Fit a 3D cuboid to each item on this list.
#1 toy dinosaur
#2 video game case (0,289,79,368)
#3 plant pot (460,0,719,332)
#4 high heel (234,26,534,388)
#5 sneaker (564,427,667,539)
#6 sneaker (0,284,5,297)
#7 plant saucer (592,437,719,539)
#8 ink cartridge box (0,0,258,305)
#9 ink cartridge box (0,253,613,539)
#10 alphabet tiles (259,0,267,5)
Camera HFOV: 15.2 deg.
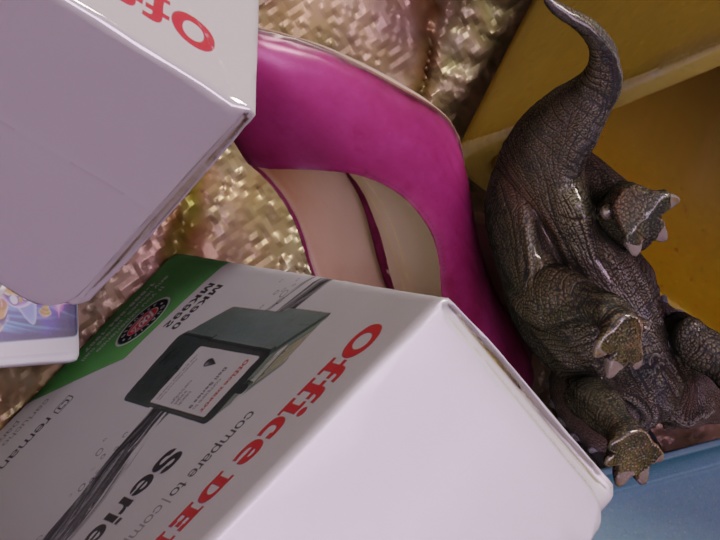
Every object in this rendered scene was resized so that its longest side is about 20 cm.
[{"bbox_3d":[0.071,0.003,0.848,0.077,0.102,0.200,-39,122,-10],"label":"toy dinosaur"},{"bbox_3d":[-0.157,-0.067,0.823,0.143,0.018,0.200,-4,96,-26],"label":"video game case"},{"bbox_3d":[0.186,-0.092,0.903,0.194,0.195,0.200,33,61,-25],"label":"plant pot"},{"bbox_3d":[0.000,0.000,0.857,0.200,0.067,0.096,37,68,-44],"label":"high heel"},{"bbox_3d":[0.033,0.120,0.895,0.200,0.066,0.091,-51,146,-13],"label":"sneaker"},{"bbox_3d":[-0.127,-0.023,0.796,0.200,0.076,0.081,-40,146,-29],"label":"sneaker"},{"bbox_3d":[0.089,0.099,0.885,0.200,0.019,0.070,-12,71,-29],"label":"plant saucer"},{"bbox_3d":[-0.104,-0.106,0.721,0.145,0.200,0.083,30,123,-23],"label":"ink cartridge box"},{"bbox_3d":[-0.040,0.076,0.796,0.146,0.200,0.084,-46,110,-16],"label":"ink cartridge box"},{"bbox_3d":[-0.100,-0.137,0.858,0.200,0.006,0.166,-36,108,-19],"label":"alphabet tiles"}]
